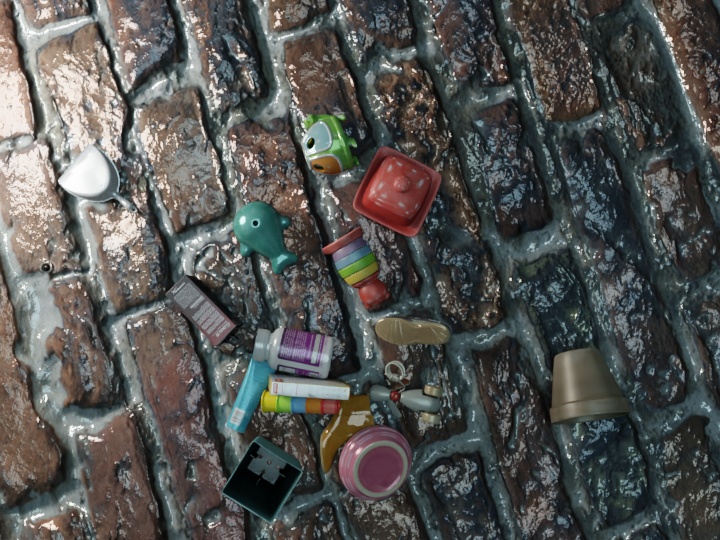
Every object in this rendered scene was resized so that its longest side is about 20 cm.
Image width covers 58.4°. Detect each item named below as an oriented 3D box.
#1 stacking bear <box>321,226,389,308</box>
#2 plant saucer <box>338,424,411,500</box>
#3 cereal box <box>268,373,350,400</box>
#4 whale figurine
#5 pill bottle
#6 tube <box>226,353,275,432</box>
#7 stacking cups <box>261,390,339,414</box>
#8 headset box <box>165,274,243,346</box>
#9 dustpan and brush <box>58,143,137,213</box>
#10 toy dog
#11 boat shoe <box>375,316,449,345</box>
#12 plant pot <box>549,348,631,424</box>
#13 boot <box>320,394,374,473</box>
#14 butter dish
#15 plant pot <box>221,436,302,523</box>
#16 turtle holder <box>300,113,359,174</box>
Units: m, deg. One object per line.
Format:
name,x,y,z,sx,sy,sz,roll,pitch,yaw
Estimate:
stacking bear,0.000,0.000,1.698,0.121,0.114,0.201,-30,93,-5
plant saucer,0.045,0.504,1.666,0.199,0.051,0.202,-3,98,-19
cereal box,-0.133,0.297,1.640,0.198,0.144,0.040,5,88,-9
whale figurine,-0.248,-0.088,1.685,0.159,0.104,0.201,-35,89,-5
pill bottle,-0.173,0.209,1.668,0.199,0.112,0.113,12,86,-3
tube,-0.287,0.322,1.689,0.077,0.050,0.201,27,80,-17
stacking cups,-0.154,0.341,1.661,0.198,0.060,0.061,-1,86,13
headset box,-0.387,0.109,1.642,0.200,0.149,0.077,44,86,1
dustpan and brush,-0.672,-0.218,1.698,0.200,0.057,0.140,38,87,6
toy dog,0.132,0.335,1.704,0.199,0.096,0.132,31,88,14
boat shoe,0.141,0.160,1.715,0.198,0.065,0.073,1,95,15
plant pot,0.585,0.301,1.685,0.198,0.200,0.175,-4,71,-4
boot,-0.033,0.426,1.683,0.143,0.071,0.203,0,82,-1
butter dish,0.103,-0.217,1.693,0.198,0.148,0.201,26,86,-1
plant pot,-0.236,0.502,1.602,0.141,0.200,0.142,32,84,-1
turtle holder,-0.090,-0.341,1.692,0.131,0.141,0.187,-20,89,-3
